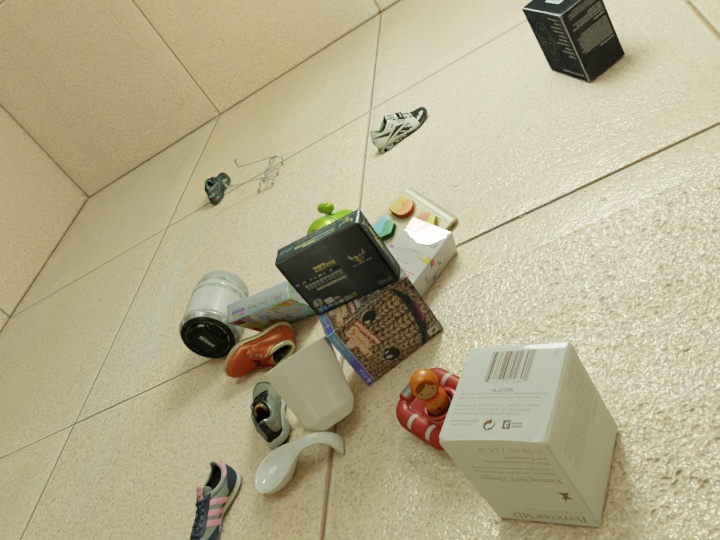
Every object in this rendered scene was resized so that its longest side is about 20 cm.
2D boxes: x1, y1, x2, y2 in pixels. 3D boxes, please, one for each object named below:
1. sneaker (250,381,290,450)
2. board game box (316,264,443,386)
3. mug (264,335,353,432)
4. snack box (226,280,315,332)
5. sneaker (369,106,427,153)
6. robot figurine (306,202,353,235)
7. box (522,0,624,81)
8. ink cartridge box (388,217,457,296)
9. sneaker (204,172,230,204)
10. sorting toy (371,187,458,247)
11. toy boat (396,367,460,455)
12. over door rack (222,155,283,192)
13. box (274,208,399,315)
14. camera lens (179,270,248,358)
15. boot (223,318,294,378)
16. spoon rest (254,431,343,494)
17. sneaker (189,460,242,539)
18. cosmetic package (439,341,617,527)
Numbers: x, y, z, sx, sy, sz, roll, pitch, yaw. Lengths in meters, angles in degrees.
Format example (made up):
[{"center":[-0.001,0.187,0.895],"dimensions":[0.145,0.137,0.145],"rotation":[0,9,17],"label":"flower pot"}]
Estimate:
[{"center":[-0.204,0.297,1.540],"dimensions":[0.074,0.080,0.200],"rotation":[-39,29,2],"label":"sneaker"},{"center":[0.040,0.104,1.451],"dimensions":[0.199,0.160,0.097],"rotation":[-37,30,3],"label":"board game box"},{"center":[-0.088,0.236,1.423],"dimensions":[0.148,0.155,0.187],"rotation":[-33,-7,-1],"label":"mug"},{"center":[-0.211,0.094,1.754],"dimensions":[0.197,0.142,0.054],"rotation":[-21,66,27],"label":"snack box"},{"center":[0.117,-0.457,2.195],"dimensions":[0.199,0.089,0.074],"rotation":[-38,28,-2],"label":"sneaker"},{"center":[-0.060,-0.089,1.821],"dimensions":[0.114,0.179,0.199],"rotation":[-5,12,35],"label":"robot figurine"},{"center":[0.546,-0.617,1.827],"dimensions":[0.123,0.198,0.200],"rotation":[-36,30,1],"label":"box"},{"center":[0.113,-0.012,1.586],"dimensions":[0.115,0.068,0.201],"rotation":[25,65,35],"label":"ink cartridge box"},{"center":[-0.567,-0.344,2.799],"dimensions":[0.075,0.080,0.201],"rotation":[-27,31,18],"label":"sneaker"},{"center":[0.110,-0.105,1.724],"dimensions":[0.200,0.037,0.185],"rotation":[-43,50,-10],"label":"sorting toy"},{"center":[0.130,0.221,1.221],"dimensions":[0.131,0.131,0.199],"rotation":[-48,31,-15],"label":"toy boat"},{"center":[-0.389,-0.354,2.612],"dimensions":[0.196,0.067,0.149],"rotation":[-2,42,16],"label":"over door rack"},{"center":[-0.044,-0.012,1.380],"dimensions":[0.198,0.158,0.051],"rotation":[-24,33,21],"label":"box"},{"center":[-0.387,0.119,1.896],"dimensions":[0.158,0.161,0.202],"rotation":[-24,33,23],"label":"camera lens"},{"center":[-0.244,0.207,1.715],"dimensions":[0.199,0.075,0.108],"rotation":[-36,35,2],"label":"boot"},{"center":[-0.129,0.367,1.381],"dimensions":[0.198,0.061,0.100],"rotation":[-30,31,14],"label":"spoon rest"},{"center":[-0.310,0.475,1.410],"dimensions":[0.069,0.082,0.202],"rotation":[-16,37,33],"label":"sneaker"},{"center":[0.245,0.232,1.011],"dimensions":[0.165,0.201,0.168],"rotation":[-10,39,39],"label":"cosmetic package"}]
